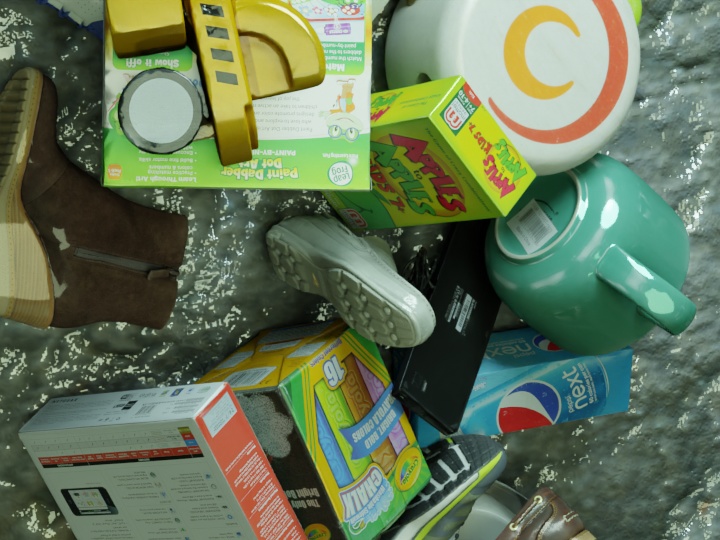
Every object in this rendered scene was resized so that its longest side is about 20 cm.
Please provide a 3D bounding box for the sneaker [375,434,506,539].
[{"bbox_3d":[0.054,0.221,1.525,0.081,0.074,0.200,38,99,-31],"label":"sneaker"}]

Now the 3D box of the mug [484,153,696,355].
[{"bbox_3d":[0.188,-0.023,1.494,0.114,0.184,0.153,36,59,-38],"label":"mug"}]

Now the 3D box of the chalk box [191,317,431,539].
[{"bbox_3d":[-0.035,0.156,1.471,0.124,0.124,0.201,-39,112,-46],"label":"chalk box"}]

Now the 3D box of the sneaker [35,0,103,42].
[{"bbox_3d":[-0.244,-0.226,1.366,0.115,0.081,0.200,-36,105,-3],"label":"sneaker"}]

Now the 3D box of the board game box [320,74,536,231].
[{"bbox_3d":[0.034,-0.087,1.423,0.102,0.199,0.048,51,62,-22],"label":"board game box"}]

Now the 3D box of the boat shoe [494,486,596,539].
[{"bbox_3d":[0.107,0.269,1.557,0.200,0.070,0.070,-40,75,-8],"label":"boat shoe"}]

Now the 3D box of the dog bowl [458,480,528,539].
[{"bbox_3d":[0.079,0.268,1.609,0.198,0.059,0.202,-5,105,-18],"label":"dog bowl"}]

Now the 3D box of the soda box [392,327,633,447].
[{"bbox_3d":[0.130,0.095,1.572,0.198,0.068,0.065,-9,117,-17],"label":"soda box"}]

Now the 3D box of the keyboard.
[{"bbox_3d":[0.065,0.031,1.518,0.104,0.039,0.201,42,53,-30],"label":"keyboard"}]

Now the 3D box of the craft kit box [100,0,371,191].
[{"bbox_3d":[-0.089,-0.158,1.332,0.198,0.049,0.200,1,91,-6],"label":"craft kit box"}]

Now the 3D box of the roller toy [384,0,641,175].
[{"bbox_3d":[0.116,-0.169,1.464,0.198,0.140,0.184,10,90,-24],"label":"roller toy"}]

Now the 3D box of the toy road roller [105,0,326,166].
[{"bbox_3d":[-0.105,-0.172,1.247,0.145,0.123,0.202,-12,95,-6],"label":"toy road roller"}]

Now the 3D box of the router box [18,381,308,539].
[{"bbox_3d":[-0.152,0.181,1.439,0.049,0.199,0.181,-47,121,-45],"label":"router box"}]

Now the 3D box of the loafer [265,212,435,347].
[{"bbox_3d":[0.000,0.000,1.438,0.069,0.200,0.070,-29,128,-23],"label":"loafer"}]

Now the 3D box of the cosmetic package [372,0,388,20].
[{"bbox_3d":[-0.068,-0.190,1.408,0.201,0.103,0.073,-52,158,0],"label":"cosmetic package"}]

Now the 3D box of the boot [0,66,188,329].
[{"bbox_3d":[-0.214,-0.052,1.434,0.165,0.072,0.202,4,101,-32],"label":"boot"}]
